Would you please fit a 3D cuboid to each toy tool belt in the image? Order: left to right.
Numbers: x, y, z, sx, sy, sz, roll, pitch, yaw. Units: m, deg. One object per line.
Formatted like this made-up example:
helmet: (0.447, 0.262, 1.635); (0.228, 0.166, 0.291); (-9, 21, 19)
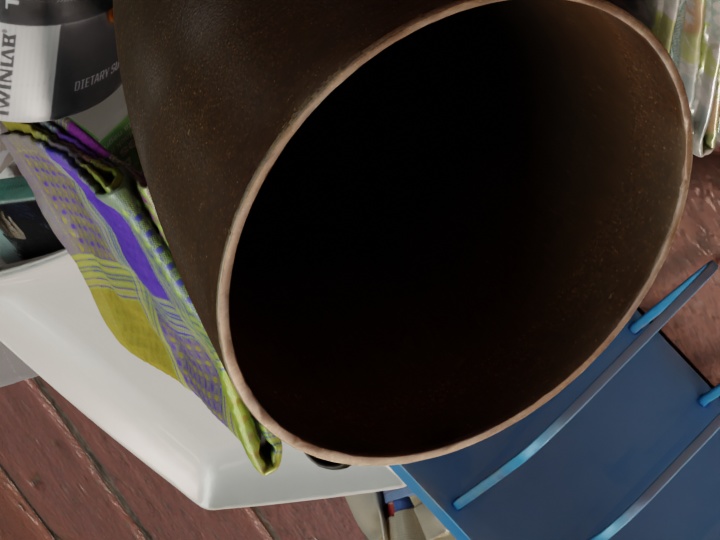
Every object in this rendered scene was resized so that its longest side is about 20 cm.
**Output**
toy tool belt: (0.060, 0.133, 1.214); (0.200, 0.124, 0.124); (154, 103, -72)

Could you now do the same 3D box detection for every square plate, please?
square plate: (-0.094, 0.050, 1.178); (0.200, 0.029, 0.198); (42, 150, -22)

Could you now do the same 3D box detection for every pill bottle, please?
pill bottle: (-0.128, -0.162, 0.902); (0.106, 0.106, 0.201); (40, 142, 21)

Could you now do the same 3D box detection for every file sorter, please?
file sorter: (0.127, 0.084, 0.995); (0.200, 0.139, 0.123); (47, 157, 3)

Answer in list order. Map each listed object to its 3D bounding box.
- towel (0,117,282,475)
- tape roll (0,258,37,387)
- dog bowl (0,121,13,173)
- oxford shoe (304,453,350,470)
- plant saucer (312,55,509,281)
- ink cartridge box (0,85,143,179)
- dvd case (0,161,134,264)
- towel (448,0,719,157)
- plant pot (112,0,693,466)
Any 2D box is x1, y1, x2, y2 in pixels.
towel: (-0.095, 0.002, 0.979); (0.144, 0.023, 0.200); (64, 166, -23)
tape roll: (-0.223, -0.018, 1.422); (0.200, 0.200, 0.066); (27, 152, 43)
dog bowl: (-0.236, -0.112, 1.104); (0.200, 0.059, 0.200); (46, 161, 22)
oxford shoe: (0.000, 0.000, 1.030); (0.072, 0.084, 0.201); (7, 116, 16)
plant saucer: (-0.004, -0.041, 0.955); (0.200, 0.201, 0.037); (33, -176, 35)
ink cartridge box: (-0.148, -0.068, 1.233); (0.145, 0.084, 0.200); (34, 156, 24)
dvd case: (-0.102, 0.021, 1.191); (0.146, 0.022, 0.200); (-3, 139, 48)
towel: (0.064, -0.145, 0.843); (0.200, 0.048, 0.172); (38, 155, 26)
plant pot: (-0.011, -0.062, 0.852); (0.200, 0.186, 0.187); (47, 165, 45)
